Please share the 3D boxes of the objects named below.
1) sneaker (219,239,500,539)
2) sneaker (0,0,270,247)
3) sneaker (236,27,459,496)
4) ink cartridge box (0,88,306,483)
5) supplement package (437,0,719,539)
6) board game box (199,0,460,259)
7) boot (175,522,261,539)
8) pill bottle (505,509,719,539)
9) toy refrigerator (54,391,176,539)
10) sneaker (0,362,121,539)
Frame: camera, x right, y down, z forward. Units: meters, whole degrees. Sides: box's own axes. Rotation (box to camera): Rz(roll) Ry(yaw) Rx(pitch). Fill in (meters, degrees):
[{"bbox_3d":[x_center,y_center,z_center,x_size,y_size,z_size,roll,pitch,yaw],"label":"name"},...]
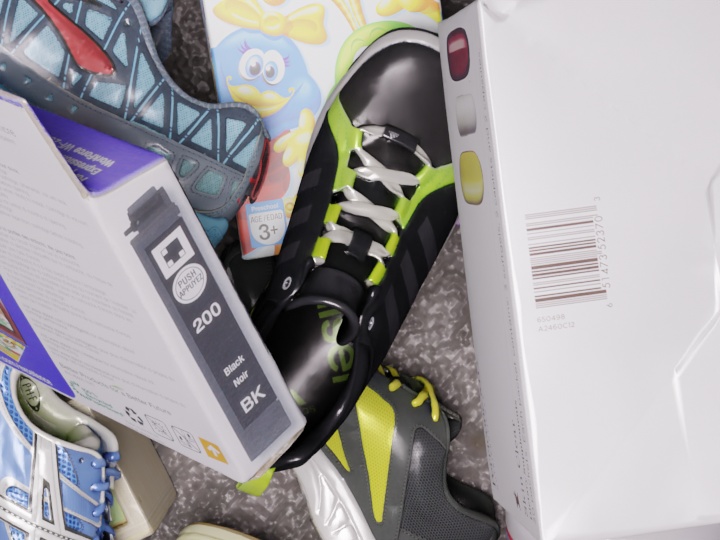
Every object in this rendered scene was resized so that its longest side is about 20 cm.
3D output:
[{"bbox_3d":[-0.001,0.066,0.985,0.084,0.075,0.200,-26,106,4],"label":"sneaker"},{"bbox_3d":[-0.121,-0.088,0.862,0.200,0.079,0.096,42,79,3],"label":"sneaker"},{"bbox_3d":[0.000,0.000,0.847,0.071,0.083,0.201,21,97,-9],"label":"sneaker"},{"bbox_3d":[-0.131,-0.024,0.795,0.043,0.198,0.200,-47,135,-23],"label":"ink cartridge box"},{"bbox_3d":[0.122,-0.010,0.800,0.155,0.111,0.201,-7,93,-5],"label":"supplement package"},{"bbox_3d":[-0.019,-0.117,0.922,0.103,0.105,0.201,-9,100,-3],"label":"board game box"},{"bbox_3d":[-0.046,0.226,0.968,0.200,0.072,0.155,37,66,11],"label":"boot"},{"bbox_3d":[0.120,0.138,0.938,0.108,0.109,0.201,-1,116,6],"label":"pill bottle"},{"bbox_3d":[-0.198,0.126,1.011,0.199,0.070,0.076,-24,98,10],"label":"toy refrigerator"},{"bbox_3d":[-0.139,0.113,0.932,0.077,0.076,0.201,-25,100,11],"label":"sneaker"}]
